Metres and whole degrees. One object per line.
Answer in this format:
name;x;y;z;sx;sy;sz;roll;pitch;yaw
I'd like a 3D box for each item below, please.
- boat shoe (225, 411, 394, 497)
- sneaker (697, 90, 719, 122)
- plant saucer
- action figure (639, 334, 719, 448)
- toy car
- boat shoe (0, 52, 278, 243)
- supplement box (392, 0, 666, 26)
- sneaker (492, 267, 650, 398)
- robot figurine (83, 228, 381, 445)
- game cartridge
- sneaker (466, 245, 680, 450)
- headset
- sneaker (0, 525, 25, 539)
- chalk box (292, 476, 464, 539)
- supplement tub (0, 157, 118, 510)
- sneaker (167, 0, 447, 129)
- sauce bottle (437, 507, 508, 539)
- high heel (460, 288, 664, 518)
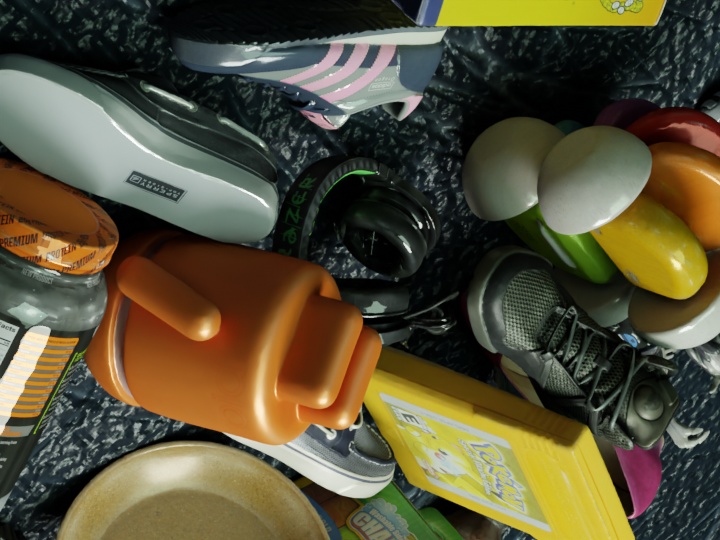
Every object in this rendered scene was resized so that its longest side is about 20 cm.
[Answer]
boat shoe;-0.020;0.093;1.384;0.093;0.075;0.200;-44;140;17
sneaker;0.312;-0.050;1.532;0.074;0.088;0.200;-37;138;-8
plant saucer;-0.115;0.217;1.346;0.199;0.201;0.035;-22;162;-23
action figure;0.265;0.080;1.585;0.199;0.102;0.119;-25;163;-26
toy car;0.183;-0.052;1.360;0.150;0.199;0.175;-52;121;-16
boat shoe;-0.133;-0.086;1.159;0.199;0.068;0.072;23;137;-24
supplement box;0.097;-0.221;1.201;0.199;0.109;0.110;-5;125;-36
sneaker;0.174;0.040;1.492;0.078;0.090;0.201;11;116;-43
robot figurine;-0.089;0.038;1.207;0.144;0.199;0.118;-29;127;-58
game cartridge;0.096;0.137;1.429;0.033;0.199;0.177;-53;142;-21
sneaker;0.150;0.055;1.320;0.076;0.114;0.200;-55;136;-16
headset;0.000;0.000;1.325;0.200;0.093;0.124;34;69;-48
sneaker;-0.262;0.205;1.300;0.078;0.076;0.200;-30;133;3
chalk box;-0.010;0.231;1.474;0.199;0.125;0.125;-26;136;-22
supplement tub;-0.226;0.043;1.145;0.122;0.123;0.201;13;113;-44
sneaker;-0.032;-0.122;1.208;0.199;0.070;0.083;-5;123;-34
sauce bottle;0.068;0.243;1.572;0.200;0.064;0.065;-52;141;-16
high heel;0.143;0.095;1.441;0.067;0.096;0.200;-38;100;30
